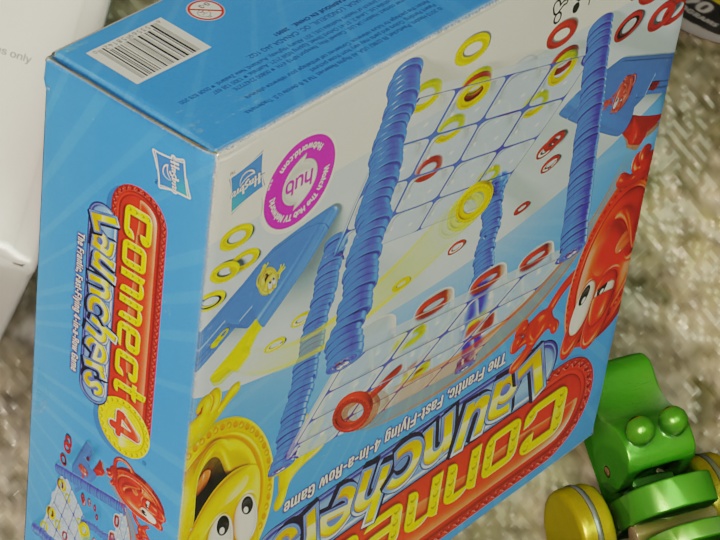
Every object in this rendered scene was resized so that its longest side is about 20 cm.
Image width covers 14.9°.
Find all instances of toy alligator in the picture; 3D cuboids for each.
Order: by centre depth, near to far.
[{"bbox_3d":[0.094,0.070,0.881,0.059,0.054,0.201,-12,83,-21],"label":"toy alligator"}]

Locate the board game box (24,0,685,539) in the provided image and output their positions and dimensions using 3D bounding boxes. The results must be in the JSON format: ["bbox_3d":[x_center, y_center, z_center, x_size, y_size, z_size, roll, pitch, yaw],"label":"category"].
[{"bbox_3d":[0.000,0.000,0.743,0.056,0.196,0.200,31,43,28],"label":"board game box"}]

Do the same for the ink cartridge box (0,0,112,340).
[{"bbox_3d":[-0.116,-0.075,0.771,0.087,0.145,0.201,18,65,-9],"label":"ink cartridge box"}]

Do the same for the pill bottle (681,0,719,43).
[{"bbox_3d":[0.160,-0.150,0.871,0.114,0.200,0.115,4,77,-18],"label":"pill bottle"}]
